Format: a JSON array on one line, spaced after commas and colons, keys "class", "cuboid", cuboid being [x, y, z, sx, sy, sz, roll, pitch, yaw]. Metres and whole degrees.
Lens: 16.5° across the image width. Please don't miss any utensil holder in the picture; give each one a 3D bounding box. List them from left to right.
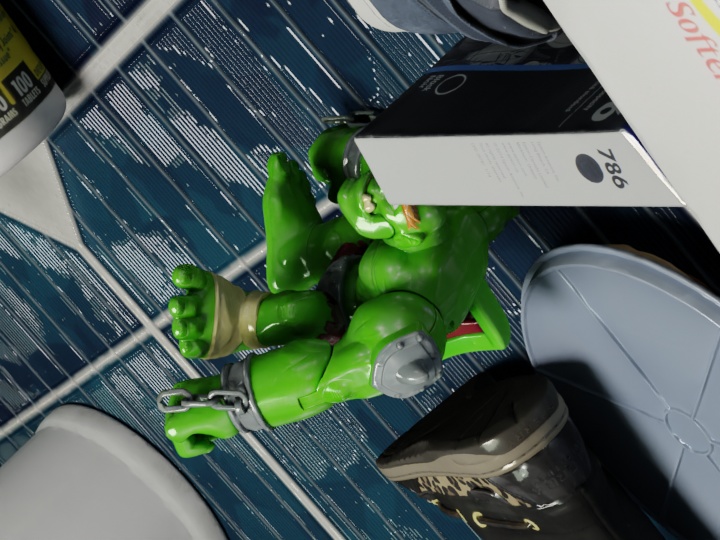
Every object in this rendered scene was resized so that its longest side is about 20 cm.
[{"class": "utensil holder", "cuboid": [-0.208, 0.213, 1.596, 0.170, 0.200, 0.170, 34, 150, 23]}]

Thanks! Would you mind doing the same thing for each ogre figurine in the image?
[{"class": "ogre figurine", "cuboid": [0.000, 0.000, 1.077, 0.120, 0.200, 0.098, -3, 109, 29]}]

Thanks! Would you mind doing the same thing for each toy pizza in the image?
[{"class": "toy pizza", "cuboid": [0.153, 0.061, 1.088, 0.200, 0.032, 0.200, 38, 155, 21]}]

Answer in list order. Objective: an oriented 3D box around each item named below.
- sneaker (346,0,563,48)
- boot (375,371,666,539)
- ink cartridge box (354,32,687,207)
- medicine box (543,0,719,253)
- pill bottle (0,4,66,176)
[{"class": "sneaker", "cuboid": [0.015, -0.165, 0.921, 0.202, 0.077, 0.146, 52, 164, -30]}, {"class": "boot", "cuboid": [0.090, 0.123, 1.184, 0.151, 0.073, 0.200, 50, 164, -5]}, {"class": "ink cartridge box", "cuboid": [0.095, -0.065, 0.936, 0.200, 0.099, 0.039, 3, 129, 51]}, {"class": "medicine box", "cuboid": [0.170, -0.092, 0.692, 0.182, 0.200, 0.103, 53, 151, -13]}, {"class": "pill bottle", "cuboid": [-0.253, -0.134, 1.298, 0.112, 0.112, 0.200, -7, 122, 56]}]
